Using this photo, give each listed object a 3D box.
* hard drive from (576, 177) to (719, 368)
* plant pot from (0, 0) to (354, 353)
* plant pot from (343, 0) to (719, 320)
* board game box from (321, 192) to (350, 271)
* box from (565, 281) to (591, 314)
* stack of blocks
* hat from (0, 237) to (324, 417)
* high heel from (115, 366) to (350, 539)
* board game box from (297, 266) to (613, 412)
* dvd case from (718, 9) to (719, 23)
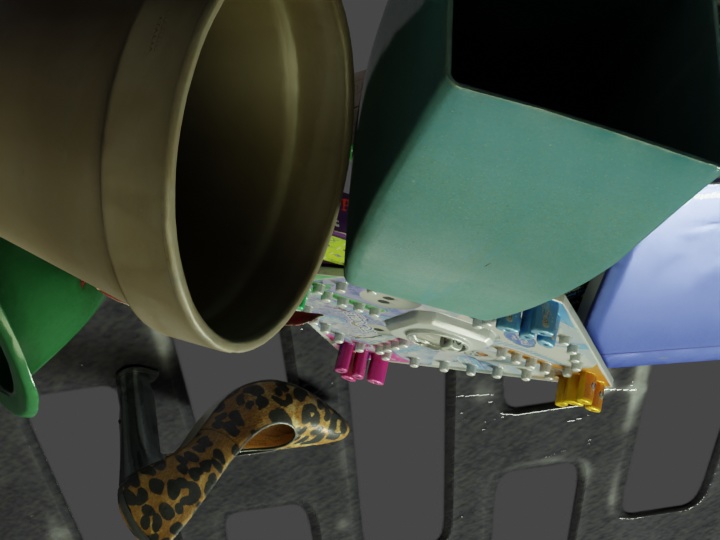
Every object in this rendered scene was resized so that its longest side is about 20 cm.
[{"bbox_3d":[0.215,-0.004,1.007,0.130,0.026,0.201,-4,145,-11],"label":"hard drive"},{"bbox_3d":[-0.119,-0.072,0.793,0.172,0.201,0.201,10,152,20],"label":"plant pot"},{"bbox_3d":[0.068,-0.070,0.795,0.140,0.143,0.200,15,145,-16],"label":"plant pot"},{"bbox_3d":[0.000,0.000,0.991,0.119,0.033,0.200,20,162,-15],"label":"board game box"},{"bbox_3d":[0.191,-0.037,1.018,0.198,0.046,0.159,-22,144,15],"label":"box"},{"bbox_3d":[0.089,-0.104,0.900,0.198,0.059,0.115,-18,137,18],"label":"stack of blocks"},{"bbox_3d":[-0.168,-0.021,0.952,0.175,0.201,0.165,-33,-161,-23],"label":"hat"},{"bbox_3d":[-0.089,0.153,1.174,0.198,0.144,0.071,11,142,-28],"label":"high heel"},{"bbox_3d":[0.050,0.046,1.019,0.198,0.026,0.200,6,163,20],"label":"board game box"},{"bbox_3d":[0.224,-0.091,1.006,0.148,0.016,0.200,-21,144,16],"label":"dvd case"}]
